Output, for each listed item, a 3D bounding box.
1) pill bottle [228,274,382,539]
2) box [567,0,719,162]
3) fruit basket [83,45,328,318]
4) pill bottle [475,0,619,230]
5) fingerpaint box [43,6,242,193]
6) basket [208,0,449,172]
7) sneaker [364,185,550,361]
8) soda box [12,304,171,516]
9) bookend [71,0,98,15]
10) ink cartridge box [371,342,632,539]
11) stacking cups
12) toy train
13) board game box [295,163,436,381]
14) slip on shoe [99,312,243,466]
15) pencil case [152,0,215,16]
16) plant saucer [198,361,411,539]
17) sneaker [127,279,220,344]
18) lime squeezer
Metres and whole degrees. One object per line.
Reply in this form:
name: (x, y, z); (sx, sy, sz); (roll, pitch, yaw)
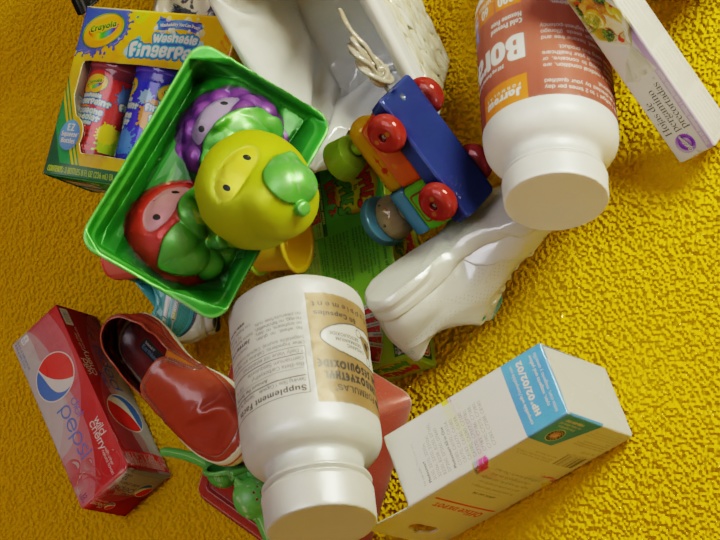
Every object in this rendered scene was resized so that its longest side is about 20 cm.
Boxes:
pill bottle: (-0.042, 0.115, 1.550); (0.114, 0.114, 0.201); (-26, 55, 27)
box: (0.219, -0.180, 1.530); (0.039, 0.041, 0.200); (-27, 106, 43)
fruit basket: (-0.114, -0.070, 1.573); (0.155, 0.216, 0.216); (30, 97, -5)
pill bottle: (0.153, -0.138, 1.575); (0.112, 0.112, 0.201); (-21, 52, 29)
fingerpaint box: (-0.183, -0.149, 1.769); (0.199, 0.073, 0.168); (11, 84, 38)
basket: (-0.022, -0.211, 1.677); (0.135, 0.200, 0.123); (-20, 23, 24)
sneaker: (0.104, -0.001, 1.626); (0.200, 0.089, 0.075); (-34, 24, -3)
soda box: (-0.259, 0.133, 1.842); (0.070, 0.063, 0.200); (-41, 57, 19)
bookend: (-0.156, -0.332, 1.818); (0.199, 0.092, 0.199); (4, 40, 35)
ink cartridge box: (0.102, 0.143, 1.553); (0.200, 0.115, 0.068); (-33, 60, 23)
stacking cups: (-0.140, -0.021, 1.733); (0.199, 0.060, 0.061); (-4, 75, 29)
toy train: (0.010, -0.116, 1.614); (0.116, 0.085, 0.200); (-29, 102, 43)
board game box: (0.000, 0.000, 1.707); (0.101, 0.048, 0.201); (-20, 67, 29)
slip on shoe: (-0.163, 0.103, 1.697); (0.200, 0.061, 0.074); (43, 105, 34)
pencil case: (-0.107, -0.226, 1.827); (0.200, 0.078, 0.090); (23, 106, 37)
plant saucer: (-0.061, 0.158, 1.678); (0.200, 0.037, 0.200); (30, 112, 37)
sneaker: (-0.191, -0.022, 1.812); (0.079, 0.078, 0.201); (-15, 64, -5)
lime squeezer: (-0.108, 0.195, 1.684); (0.038, 0.071, 0.200); (-32, 55, -24)
